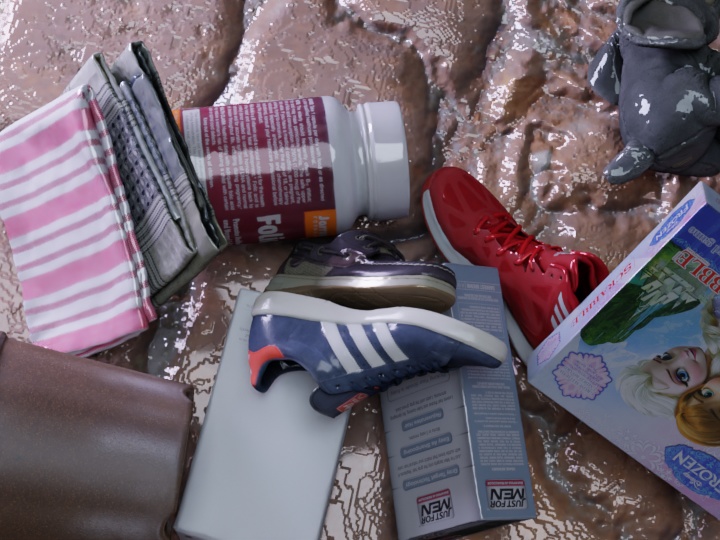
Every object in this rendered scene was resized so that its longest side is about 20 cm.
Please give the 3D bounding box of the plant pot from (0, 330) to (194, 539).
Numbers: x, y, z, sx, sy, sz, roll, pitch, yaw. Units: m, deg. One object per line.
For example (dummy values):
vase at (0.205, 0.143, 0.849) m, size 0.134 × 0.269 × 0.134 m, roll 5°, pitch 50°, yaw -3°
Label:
plant pot at (-0.232, 0.142, 1.234) m, size 0.198 × 0.200 × 0.201 m, roll 9°, pitch 74°, yaw -7°

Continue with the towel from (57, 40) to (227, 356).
towel at (-0.199, -0.055, 1.295) m, size 0.035 × 0.200 × 0.193 m, roll -6°, pitch 66°, yaw -46°

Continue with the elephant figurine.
elephant figurine at (0.256, -0.182, 1.387) m, size 0.141 × 0.155 × 0.200 m, roll -40°, pitch 61°, yaw 31°

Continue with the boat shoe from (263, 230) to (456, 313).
boat shoe at (0.000, 0.000, 1.287) m, size 0.072 × 0.200 × 0.065 m, roll 26°, pitch 72°, yaw -34°

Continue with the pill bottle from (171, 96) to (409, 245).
pill bottle at (-0.065, -0.081, 1.338) m, size 0.200 × 0.114 × 0.114 m, roll -5°, pitch 74°, yaw -3°

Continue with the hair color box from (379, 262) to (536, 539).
hair color box at (0.069, 0.105, 1.291) m, size 0.061 × 0.099 × 0.200 m, roll 6°, pitch 70°, yaw -38°

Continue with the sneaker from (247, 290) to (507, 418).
sneaker at (0.009, 0.072, 1.225) m, size 0.200 × 0.075 × 0.085 m, roll 6°, pitch 76°, yaw 22°

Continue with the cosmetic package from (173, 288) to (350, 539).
cosmetic package at (-0.067, 0.127, 1.296) m, size 0.113 × 0.081 × 0.200 m, roll 15°, pitch 75°, yaw 2°

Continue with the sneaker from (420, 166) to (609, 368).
sneaker at (0.137, -0.018, 1.318) m, size 0.078 × 0.116 × 0.200 m, roll -34°, pitch 84°, yaw -34°

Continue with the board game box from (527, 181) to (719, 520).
board game box at (0.264, 0.066, 1.244) m, size 0.200 × 0.041 × 0.200 m, roll 35°, pitch 116°, yaw -12°

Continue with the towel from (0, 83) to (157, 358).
towel at (-0.233, -0.032, 1.296) m, size 0.030 × 0.146 × 0.200 m, roll -10°, pitch 82°, yaw -46°
